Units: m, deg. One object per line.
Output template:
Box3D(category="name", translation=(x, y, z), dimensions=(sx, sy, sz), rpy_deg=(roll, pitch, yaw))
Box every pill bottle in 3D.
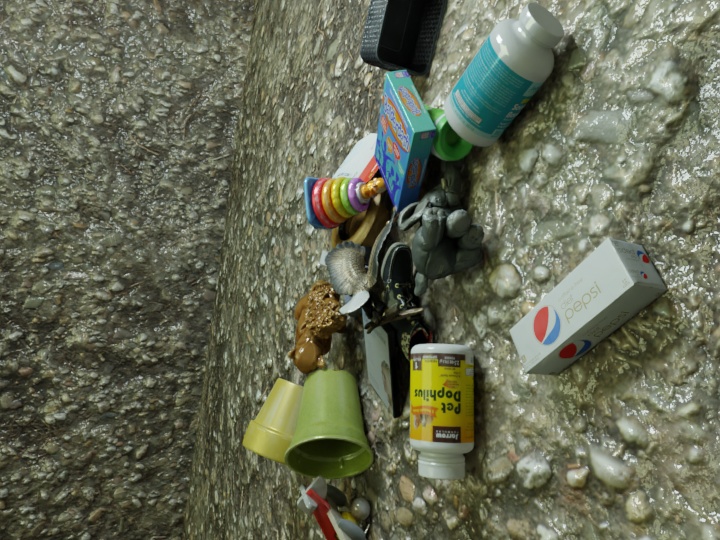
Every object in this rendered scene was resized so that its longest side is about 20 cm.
Box3D(category="pill bottle", translation=(0.133, 0.228, 0.907), dimensions=(0.108, 0.106, 0.208), rpy_deg=(-19, 67, 61))
Box3D(category="pill bottle", translation=(0.221, -0.300, 0.852), dimensions=(0.201, 0.107, 0.114), rpy_deg=(-52, 39, 48))

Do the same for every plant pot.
Box3D(category="plant pot", translation=(-0.194, 0.402, 1.481), dimensions=(0.199, 0.196, 0.195), rpy_deg=(-10, 58, 63))
Box3D(category="plant pot", translation=(-0.069, 0.336, 1.246), dimensions=(0.202, 0.194, 0.189), rpy_deg=(124, 154, -42))

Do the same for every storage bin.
Box3D(category="storage bin", translation=(0.090, -0.524, 1.152), dimensions=(0.094, 0.131, 0.207), rpy_deg=(39, 119, 59))

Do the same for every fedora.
Box3D(category="fedora", translation=(0.010, -0.112, 1.260), dimensions=(0.200, 0.080, 0.205), rpy_deg=(-43, 33, 36))

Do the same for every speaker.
Box3D(category="speaker", translation=(0.137, -0.260, 1.032), dimensions=(0.200, 0.085, 0.091), rpy_deg=(-130, 52, -64))

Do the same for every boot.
Box3D(category="boot", translation=(0.093, 0.064, 1.069), dimensions=(0.154, 0.071, 0.211), rpy_deg=(-140, 53, -63))

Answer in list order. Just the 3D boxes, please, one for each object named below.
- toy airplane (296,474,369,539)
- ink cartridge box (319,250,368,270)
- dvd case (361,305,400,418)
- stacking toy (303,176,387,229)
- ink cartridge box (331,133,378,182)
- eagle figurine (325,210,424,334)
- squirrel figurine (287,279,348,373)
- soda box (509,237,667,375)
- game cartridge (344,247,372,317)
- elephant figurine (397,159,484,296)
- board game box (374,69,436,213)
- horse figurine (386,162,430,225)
Box3D(category="toy airplane", translation=(-0.047, 0.523, 1.181), dimensions=(0.202, 0.138, 0.202), rpy_deg=(56, 166, 36))
Box3D(category="ink cartridge box", translation=(0.000, 0.000, 1.209), dimensions=(0.197, 0.093, 0.038), rpy_deg=(18, 92, 50))
Box3D(category="dvd case", translation=(0.041, 0.180, 1.137), dimensions=(0.143, 0.017, 0.207), rpy_deg=(-134, 35, -59))
Box3D(category="stacking toy", translation=(-0.019, -0.158, 1.173), dimensions=(0.195, 0.114, 0.114), rpy_deg=(-10, 86, 37))
Box3D(category="ink cartridge box", translation=(0.007, -0.254, 1.277), dimensions=(0.162, 0.047, 0.199), rpy_deg=(-56, 16, -20))
Box3D(category="eagle figurine", translation=(0.016, 0.005, 1.021), dimensions=(0.151, 0.146, 0.207), rpy_deg=(112, 146, -71))
Box3D(category="squirrel figurine", translation=(-0.107, 0.137, 1.304), dimensions=(0.189, 0.137, 0.203), rpy_deg=(-69, 0, -47))
Box3D(category="soda box", translation=(0.278, 0.053, 0.699), dimensions=(0.202, 0.062, 0.070), rpy_deg=(122, 145, -43))
Box3D(category="game cartridge", translation=(-0.005, -0.009, 1.344), dimensions=(0.133, 0.040, 0.206), rpy_deg=(-46, 44, 46))
Box3D(category="elephant figurine", translation=(0.139, -0.088, 0.982), dimensions=(0.203, 0.150, 0.145), rpy_deg=(-103, -2, -54))
Box3D(category="board game box", translation=(0.076, -0.234, 1.023), dimensions=(0.203, 0.043, 0.156), rpy_deg=(100, 156, -54))
Box3D(category="horse figurine", translation=(0.105, -0.178, 1.128), dimensions=(0.131, 0.049, 0.208), rpy_deg=(-20, 61, 51))
